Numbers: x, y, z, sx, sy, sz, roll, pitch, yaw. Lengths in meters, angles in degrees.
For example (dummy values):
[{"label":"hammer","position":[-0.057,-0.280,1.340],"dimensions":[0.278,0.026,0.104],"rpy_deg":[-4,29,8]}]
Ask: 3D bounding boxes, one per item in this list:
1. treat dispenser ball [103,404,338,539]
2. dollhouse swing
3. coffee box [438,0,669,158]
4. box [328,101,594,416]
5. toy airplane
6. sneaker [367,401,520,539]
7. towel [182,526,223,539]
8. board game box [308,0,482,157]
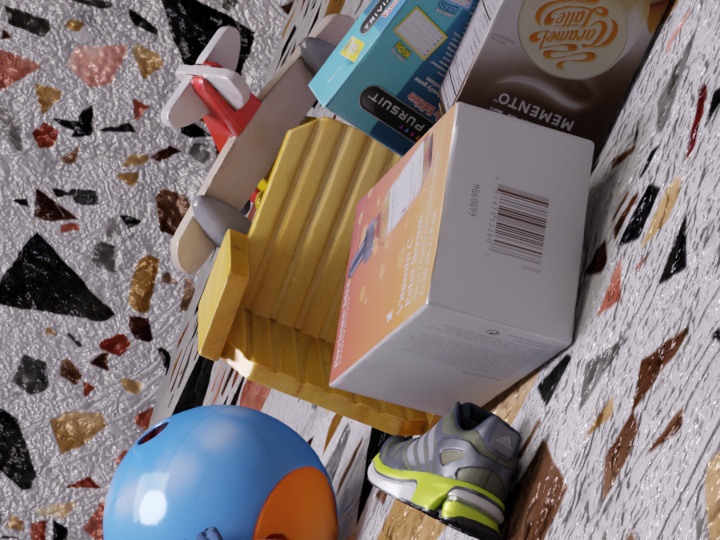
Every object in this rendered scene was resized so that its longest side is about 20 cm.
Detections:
[{"label":"treat dispenser ball","position":[-0.118,0.214,1.972],"dimensions":[0.201,0.200,0.201],"rpy_deg":[-158,90,-81]},{"label":"dollhouse swing","position":[0.000,0.000,1.792],"dimensions":[0.182,0.199,0.176],"rpy_deg":[-103,36,-74]},{"label":"coffee box","position":[0.146,-0.182,1.640],"dimensions":[0.080,0.114,0.200],"rpy_deg":[-98,30,-68]},{"label":"box","position":[0.068,-0.001,1.620],"dimensions":[0.200,0.106,0.153],"rpy_deg":[136,145,-62]},{"label":"toy airplane","position":[-0.071,-0.103,1.903],"dimensions":[0.199,0.141,0.201],"rpy_deg":[-18,-55,-52]},{"label":"sneaker","position":[0.065,0.130,1.575],"dimensions":[0.081,0.074,0.200],"rpy_deg":[-62,16,-5]},{"label":"towel","position":[-0.103,0.308,1.828],"dimensions":[0.112,0.048,0.201],"rpy_deg":[-159,53,-79]},{"label":"board game box","position":[0.082,-0.170,1.711],"dimensions":[0.200,0.151,0.047],"rpy_deg":[-52,30,12]}]
